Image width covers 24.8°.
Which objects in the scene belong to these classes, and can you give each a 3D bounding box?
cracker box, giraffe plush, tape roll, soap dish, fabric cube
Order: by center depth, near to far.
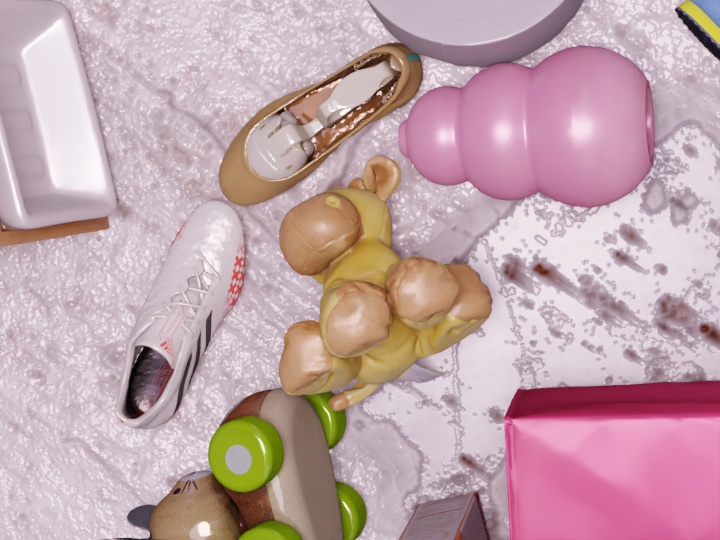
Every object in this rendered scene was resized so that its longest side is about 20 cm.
[{"bbox_3d":[0.216,0.192,1.243,0.197,0.196,0.202,-3,93,8],"label":"fabric cube"},{"bbox_3d":[0.073,0.258,1.264,0.057,0.200,0.135,-14,91,10],"label":"cracker box"},{"bbox_3d":[0.089,-0.265,1.286,0.198,0.066,0.202,-2,82,11],"label":"tape roll"},{"bbox_3d":[0.000,0.000,1.290,0.171,0.200,0.163,-25,71,4],"label":"giraffe plush"},{"bbox_3d":[-0.284,-0.120,1.327,0.081,0.157,0.202,-13,91,25],"label":"soap dish"}]

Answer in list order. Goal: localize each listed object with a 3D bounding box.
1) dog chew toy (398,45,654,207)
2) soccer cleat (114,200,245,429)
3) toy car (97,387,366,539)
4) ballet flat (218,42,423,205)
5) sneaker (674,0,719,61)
[{"bbox_3d":[0.128,-0.109,1.284,0.198,0.124,0.126,-3,92,16],"label":"dog chew toy"},{"bbox_3d":[-0.149,0.039,1.343,0.068,0.085,0.201,25,96,6],"label":"soccer cleat"},{"bbox_3d":[-0.120,0.186,1.320,0.198,0.164,0.159,-13,91,21],"label":"toy car"},{"bbox_3d":[-0.039,-0.123,1.331,0.199,0.063,0.069,-36,87,9],"label":"ballet flat"},{"bbox_3d":[0.338,-0.161,1.275,0.078,0.066,0.200,-43,86,4],"label":"sneaker"}]
